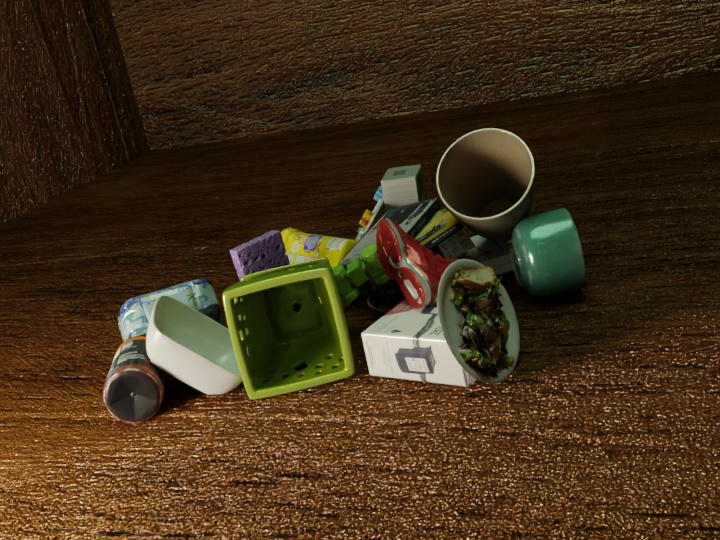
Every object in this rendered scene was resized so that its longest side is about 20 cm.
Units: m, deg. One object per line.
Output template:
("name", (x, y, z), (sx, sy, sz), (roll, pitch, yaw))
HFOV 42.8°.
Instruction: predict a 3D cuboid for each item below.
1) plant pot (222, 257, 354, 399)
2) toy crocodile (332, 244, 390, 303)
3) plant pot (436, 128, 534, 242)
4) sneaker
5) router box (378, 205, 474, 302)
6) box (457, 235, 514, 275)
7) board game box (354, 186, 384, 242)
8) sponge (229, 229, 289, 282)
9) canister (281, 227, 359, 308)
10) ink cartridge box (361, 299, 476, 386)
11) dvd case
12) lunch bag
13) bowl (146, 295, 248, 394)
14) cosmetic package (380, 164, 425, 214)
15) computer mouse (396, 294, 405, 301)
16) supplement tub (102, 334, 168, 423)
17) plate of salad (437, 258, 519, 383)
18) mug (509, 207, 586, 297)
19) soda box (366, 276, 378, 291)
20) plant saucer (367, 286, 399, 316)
("plant pot", (-0.121, 0.088, 1.631), (0.196, 0.203, 0.182), (-12, 13, 2))
("toy crocodile", (0.000, 0.000, 1.725), (0.198, 0.068, 0.062), (-29, 25, 15))
("plant pot", (0.258, -0.141, 1.775), (0.183, 0.191, 0.200), (-7, -25, 17))
("sneaker", (0.109, -0.016, 1.639), (0.113, 0.079, 0.202), (-6, 52, -27))
("router box", (0.111, -0.036, 1.805), (0.198, 0.053, 0.157), (-34, 21, 1))
("box", (0.202, -0.016, 1.844), (0.196, 0.042, 0.156), (-15, 20, -8))
("board game box", (-0.006, -0.077, 2.048), (0.026, 0.202, 0.200), (30, 24, -2))
("sponge", (-0.177, 0.034, 1.803), (0.111, 0.204, 0.030), (-28, 21, -35))
("canister", (-0.095, -0.004, 1.947), (0.197, 0.152, 0.086), (9, -11, 42))
("ink cartridge box", (0.124, 0.118, 1.543), (0.197, 0.086, 0.144), (2, 24, 37))
("dvd case", (0.058, -0.070, 1.850), (0.149, 0.025, 0.200), (-11, 31, 48))
("lunch bag", (-0.382, 0.100, 1.838), (0.197, 0.083, 0.162), (-19, -24, -19))
("bowl", (-0.301, 0.144, 1.662), (0.198, 0.075, 0.200), (30, 12, -15))
("cosmetic package", (0.104, -0.121, 2.047), (0.083, 0.204, 0.108), (-6, 21, 13))
("computer mouse", (0.125, 0.067, 1.697), (0.058, 0.034, 0.199), (-41, 26, -12))
("supplement tub", (-0.401, 0.186, 1.665), (0.105, 0.109, 0.200), (-13, 19, -2))
("plate of salad", (0.195, 0.076, 1.445), (0.048, 0.203, 0.199), (-23, 7, 42))
("mug", (0.344, -0.017, 1.716), (0.112, 0.187, 0.154), (-14, 45, 1))
("soda box", (0.106, -0.014, 1.948), (0.196, 0.072, 0.063), (-19, 21, -16))
("plant saucer", (0.112, 0.053, 1.819), (0.196, 0.033, 0.201), (-11, 19, 4))
